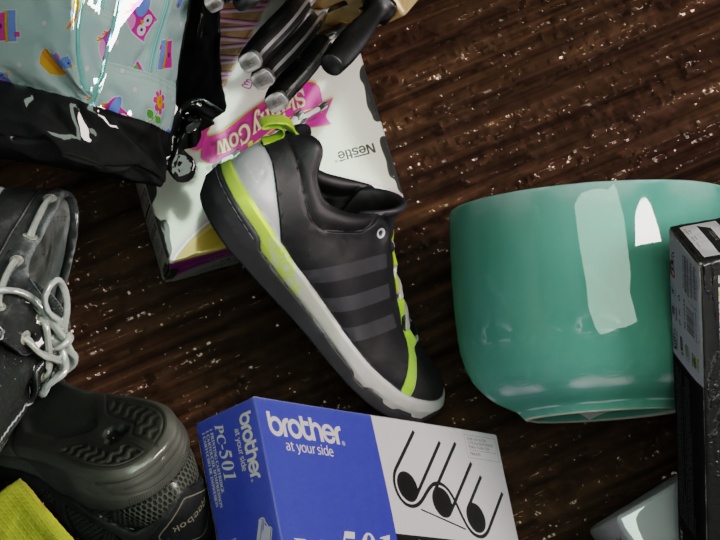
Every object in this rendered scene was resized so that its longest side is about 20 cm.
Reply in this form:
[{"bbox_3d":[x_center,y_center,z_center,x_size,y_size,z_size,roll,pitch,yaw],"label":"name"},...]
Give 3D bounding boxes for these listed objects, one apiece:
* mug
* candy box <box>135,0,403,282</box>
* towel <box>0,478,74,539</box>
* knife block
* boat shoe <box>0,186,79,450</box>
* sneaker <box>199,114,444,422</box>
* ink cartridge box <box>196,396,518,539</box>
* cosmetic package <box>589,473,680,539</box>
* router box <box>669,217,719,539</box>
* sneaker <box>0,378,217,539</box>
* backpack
[{"bbox_3d":[0.141,0.020,1.381,0.184,0.152,0.115,-2,82,-8],"label":"mug"},{"bbox_3d":[-0.070,-0.109,1.424,0.136,0.061,0.201,-16,82,-9],"label":"candy box"},{"bbox_3d":[-0.208,0.185,1.175,0.200,0.018,0.086,-39,67,-11],"label":"towel"},{"bbox_3d":[0.001,-0.157,1.375,0.200,0.064,0.176,15,65,-48],"label":"knife block"},{"bbox_3d":[-0.175,0.031,1.306,0.068,0.074,0.200,-5,37,8],"label":"boat shoe"},{"bbox_3d":[0.000,0.000,1.363,0.083,0.072,0.200,-38,122,7],"label":"sneaker"},{"bbox_3d":[0.005,0.125,1.327,0.200,0.044,0.094,12,60,-49],"label":"ink cartridge box"},{"bbox_3d":[0.238,0.130,1.412,0.199,0.071,0.102,-29,86,-12],"label":"cosmetic package"},{"bbox_3d":[0.235,0.065,1.312,0.148,0.051,0.201,-9,115,-9],"label":"router box"},{"bbox_3d":[-0.142,0.110,1.337,0.076,0.199,0.115,-44,125,-28],"label":"sneaker"},{"bbox_3d":[-0.150,-0.154,1.331,0.166,0.126,0.201,12,89,25],"label":"backpack"}]
